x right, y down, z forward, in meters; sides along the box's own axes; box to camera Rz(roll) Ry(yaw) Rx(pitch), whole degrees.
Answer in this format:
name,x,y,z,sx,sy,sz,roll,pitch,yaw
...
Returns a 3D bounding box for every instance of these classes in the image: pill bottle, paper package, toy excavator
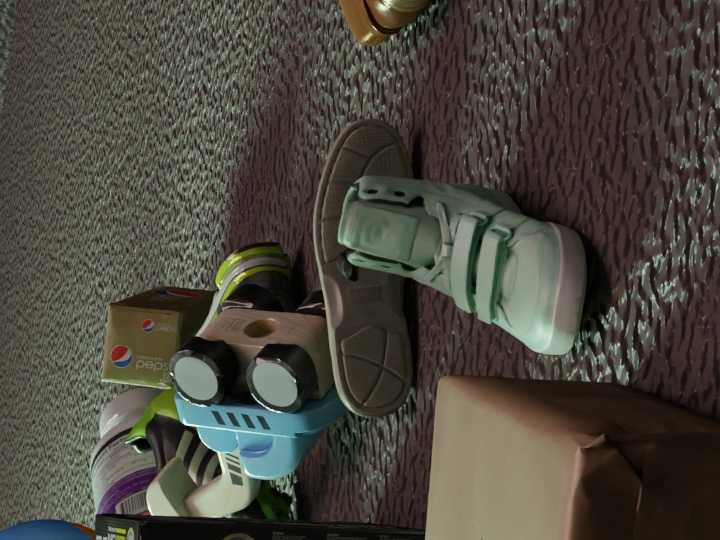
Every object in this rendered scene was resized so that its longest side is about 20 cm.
name,x,y,z,sx,sy,sz,roll,pitch,yaw
pill bottle,-0.186,0.202,2.053,0.201,0.110,0.112,-106,26,-50
paper package,0.106,0.155,1.095,0.200,0.103,0.192,-158,72,-72
toy excavator,-0.085,0.119,1.678,0.100,0.193,0.201,-49,-45,-51

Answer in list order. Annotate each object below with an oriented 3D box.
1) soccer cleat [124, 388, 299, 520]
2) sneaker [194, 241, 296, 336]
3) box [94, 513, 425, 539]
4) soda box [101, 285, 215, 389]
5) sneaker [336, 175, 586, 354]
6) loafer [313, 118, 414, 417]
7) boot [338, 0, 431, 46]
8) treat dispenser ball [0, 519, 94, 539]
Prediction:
name,x,y,z,sx,sy,sz,roll,pitch,yaw
soccer cleat,-0.117,0.173,1.813,0.081,0.067,0.200,-46,50,2
sneaker,-0.098,0.072,1.858,0.201,0.073,0.081,106,155,-43
box,-0.066,0.186,1.497,0.160,0.198,0.045,163,110,-73
soda box,-0.169,0.056,1.980,0.200,0.063,0.068,-30,-55,-82
sneaker,0.050,-0.004,1.287,0.200,0.117,0.074,-138,55,-67
loafer,0.000,0.000,1.550,0.063,0.071,0.202,152,117,-79
boot,0.016,-0.261,1.539,0.155,0.073,0.202,133,140,-71
treat dispenser ball,-0.320,0.355,2.319,0.201,0.199,0.203,-177,90,-73
